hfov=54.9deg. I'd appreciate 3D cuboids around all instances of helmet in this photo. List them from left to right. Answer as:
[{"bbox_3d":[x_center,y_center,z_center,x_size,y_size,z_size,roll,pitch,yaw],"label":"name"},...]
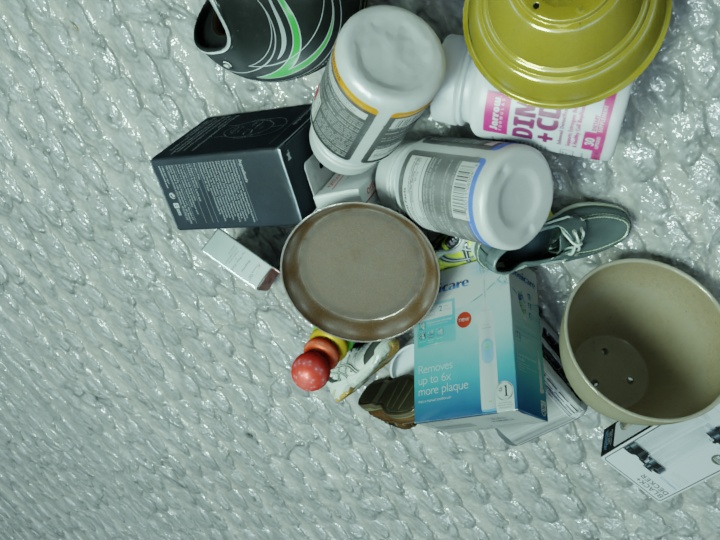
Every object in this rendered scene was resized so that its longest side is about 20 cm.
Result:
[{"bbox_3d":[-0.090,-0.303,0.753,0.199,0.200,0.191,16,143,15],"label":"helmet"}]

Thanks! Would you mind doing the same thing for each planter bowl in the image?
[{"bbox_3d":[0.191,-0.262,0.650,0.199,0.083,0.202,-1,85,15],"label":"planter bowl"}]

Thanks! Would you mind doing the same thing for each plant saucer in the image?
[{"bbox_3d":[0.000,0.000,0.868,0.199,0.032,0.201,4,122,6],"label":"plant saucer"}]

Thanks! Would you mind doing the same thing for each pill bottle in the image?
[{"bbox_3d":[0.008,-0.187,0.765,0.116,0.117,0.200,38,159,-4],"label":"pill bottle"},{"bbox_3d":[0.112,-0.097,0.805,0.200,0.114,0.114,22,138,53],"label":"pill bottle"},{"bbox_3d":[0.184,-0.192,0.750,0.199,0.113,0.114,14,127,16],"label":"pill bottle"}]

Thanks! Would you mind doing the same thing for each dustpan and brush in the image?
[{"bbox_3d":[0.107,0.124,1.041,0.139,0.057,0.201,11,127,18],"label":"dustpan and brush"}]

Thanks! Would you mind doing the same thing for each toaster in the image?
[{"bbox_3d":[0.230,0.156,0.973,0.129,0.114,0.200,-33,103,35],"label":"toaster"}]

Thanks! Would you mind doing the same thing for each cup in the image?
[{"bbox_3d":[0.331,0.105,0.859,0.200,0.201,0.143,23,155,9],"label":"cup"}]

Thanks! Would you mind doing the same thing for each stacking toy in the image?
[{"bbox_3d":[-0.039,0.095,0.999,0.085,0.200,0.086,12,127,17],"label":"stacking toy"}]

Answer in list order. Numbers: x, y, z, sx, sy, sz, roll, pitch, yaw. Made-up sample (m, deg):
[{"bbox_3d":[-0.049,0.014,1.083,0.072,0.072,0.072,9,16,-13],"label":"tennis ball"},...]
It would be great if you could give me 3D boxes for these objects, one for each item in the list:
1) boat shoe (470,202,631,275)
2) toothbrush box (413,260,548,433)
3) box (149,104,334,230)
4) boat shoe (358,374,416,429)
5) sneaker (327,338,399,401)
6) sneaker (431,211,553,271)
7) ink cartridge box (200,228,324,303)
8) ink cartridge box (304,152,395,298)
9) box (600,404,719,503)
[{"bbox_3d":[0.234,-0.031,0.822,0.199,0.062,0.073,-9,118,-6],"label":"boat shoe"},{"bbox_3d":[0.150,0.096,0.890,0.146,0.201,0.085,-16,150,36],"label":"toothbrush box"},{"bbox_3d":[-0.145,-0.137,0.920,0.199,0.149,0.107,-1,123,26],"label":"box"},{"bbox_3d":[0.068,0.210,1.084,0.068,0.072,0.200,40,164,-13],"label":"boat shoe"},{"bbox_3d":[-0.015,0.136,1.084,0.088,0.075,0.200,55,141,10],"label":"sneaker"},{"bbox_3d":[0.159,-0.037,0.896,0.076,0.075,0.200,48,130,-11],"label":"sneaker"},{"bbox_3d":[-0.135,0.012,1.008,0.173,0.200,0.044,36,86,-2],"label":"ink cartridge box"},{"bbox_3d":[0.005,-0.076,0.913,0.068,0.116,0.201,-5,121,26],"label":"ink cartridge box"},{"bbox_3d":[0.446,0.230,0.956,0.116,0.060,0.200,38,130,-3],"label":"box"}]
